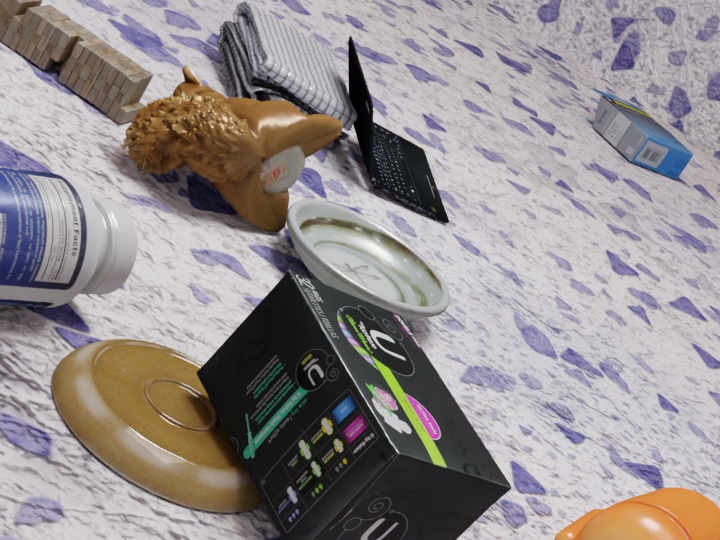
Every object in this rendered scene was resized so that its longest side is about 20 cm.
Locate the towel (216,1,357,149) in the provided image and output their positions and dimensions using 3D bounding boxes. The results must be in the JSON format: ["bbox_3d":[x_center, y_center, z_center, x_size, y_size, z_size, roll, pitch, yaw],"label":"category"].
[{"bbox_3d":[-0.098,-0.253,2.045,0.166,0.086,0.200,28,24,-32],"label":"towel"}]

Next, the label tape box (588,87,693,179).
[{"bbox_3d":[0.530,-0.268,2.996,0.143,0.066,0.200,15,24,-39],"label":"label tape box"}]

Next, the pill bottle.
[{"bbox_3d":[-0.280,-0.027,1.235,0.200,0.111,0.111,6,33,-50],"label":"pill bottle"}]

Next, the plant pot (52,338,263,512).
[{"bbox_3d":[-0.147,0.114,1.225,0.200,0.027,0.200,27,21,-11],"label":"plant pot"}]

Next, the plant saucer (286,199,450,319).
[{"bbox_3d":[0.000,0.000,1.657,0.200,0.050,0.200,27,21,-11],"label":"plant saucer"}]

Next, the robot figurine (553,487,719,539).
[{"bbox_3d":[0.257,0.254,1.356,0.144,0.117,0.200,53,26,21],"label":"robot figurine"}]

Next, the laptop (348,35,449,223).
[{"bbox_3d":[0.049,-0.184,2.020,0.200,0.103,0.177,26,29,-28],"label":"laptop"}]

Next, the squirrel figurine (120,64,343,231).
[{"bbox_3d":[-0.160,-0.152,1.664,0.187,0.142,0.200,38,18,33],"label":"squirrel figurine"}]

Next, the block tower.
[{"bbox_3d":[-0.327,-0.245,1.743,0.200,0.058,0.054,36,22,7],"label":"block tower"}]

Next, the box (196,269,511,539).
[{"bbox_3d":[-0.008,0.124,1.209,0.149,0.124,0.200,23,26,-47],"label":"box"}]
